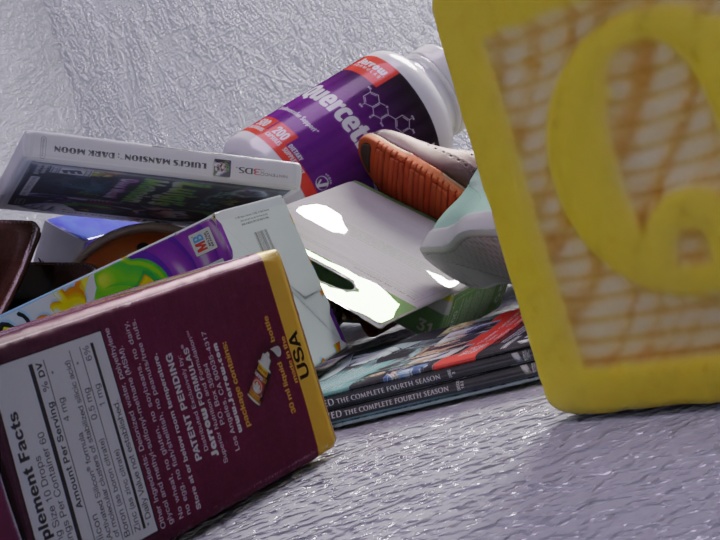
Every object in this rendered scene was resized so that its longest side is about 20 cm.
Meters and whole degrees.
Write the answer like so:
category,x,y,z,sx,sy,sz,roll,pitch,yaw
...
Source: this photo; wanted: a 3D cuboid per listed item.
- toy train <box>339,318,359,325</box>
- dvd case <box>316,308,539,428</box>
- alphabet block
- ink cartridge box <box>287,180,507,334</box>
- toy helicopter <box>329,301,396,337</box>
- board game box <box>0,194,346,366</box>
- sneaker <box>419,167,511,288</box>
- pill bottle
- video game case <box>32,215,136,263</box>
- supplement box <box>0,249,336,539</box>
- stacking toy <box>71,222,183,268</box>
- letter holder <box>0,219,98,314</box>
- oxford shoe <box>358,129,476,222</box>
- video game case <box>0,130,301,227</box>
category,x,y,z,sx,sy,sz,roll,pitch,yaw
toy train,-0.031,0.000,1.211,0.085,0.114,0.200,-54,21,-19
dvd case,0.032,0.055,0.766,0.199,0.022,0.146,-15,4,23
alphabet block,0.181,-0.066,0.556,0.200,0.196,0.196,-18,2,-40
ink cartridge box,0.000,0.000,0.934,0.145,0.048,0.200,28,27,22
toy helicopter,-0.048,0.032,1.024,0.132,0.079,0.200,-33,-9,16
board game box,-0.128,0.045,0.817,0.199,0.103,0.105,-23,1,21
sneaker,0.108,-0.051,0.823,0.118,0.074,0.200,-58,16,-9
pill bottle,-0.005,-0.102,1.102,0.200,0.113,0.112,-35,9,-20
video game case,-0.217,0.031,1.163,0.045,0.182,0.200,26,19,16
supplement box,-0.123,0.069,0.600,0.131,0.104,0.200,-14,3,34
stacking toy,-0.141,0.058,0.986,0.146,0.147,0.200,-18,22,-11
letter holder,-0.283,0.039,0.930,0.142,0.101,0.200,3,49,21
oxford shoe,0.091,-0.058,1.016,0.073,0.200,0.071,-52,-17,-28
video game case,-0.156,-0.058,0.965,0.181,0.023,0.200,5,-9,-19
